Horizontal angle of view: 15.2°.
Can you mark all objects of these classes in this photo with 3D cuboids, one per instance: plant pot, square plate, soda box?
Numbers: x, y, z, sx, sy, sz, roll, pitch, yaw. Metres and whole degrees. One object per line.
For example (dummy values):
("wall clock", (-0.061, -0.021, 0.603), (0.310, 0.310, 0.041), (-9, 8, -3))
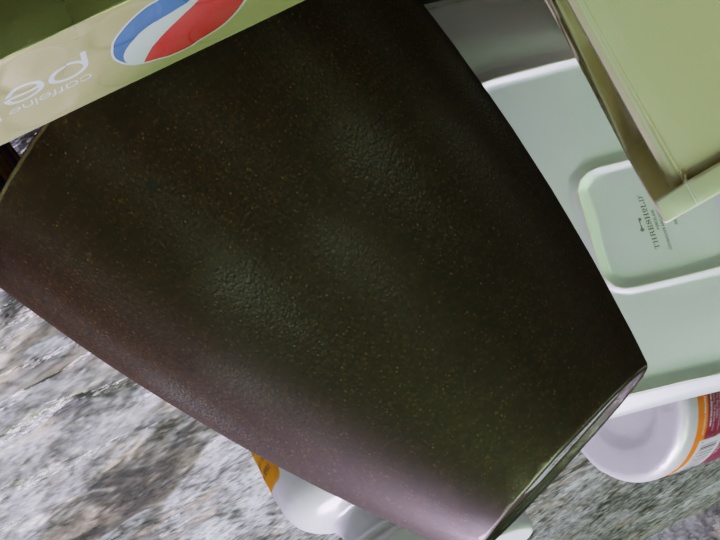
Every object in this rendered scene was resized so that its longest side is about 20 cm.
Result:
("plant pot", (0.000, 0.000, 0.966), (0.187, 0.200, 0.187), (-46, 172, -9))
("square plate", (0.116, -0.028, 1.058), (0.197, 0.201, 0.028), (-13, -153, 13))
("soda box", (-0.101, -0.090, 0.853), (0.199, 0.064, 0.068), (-27, 165, -8))

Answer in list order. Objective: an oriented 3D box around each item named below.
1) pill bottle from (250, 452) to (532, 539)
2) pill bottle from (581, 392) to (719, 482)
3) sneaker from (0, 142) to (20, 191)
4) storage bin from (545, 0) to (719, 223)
("pill bottle", (-0.004, 0.047, 1.203), (0.111, 0.201, 0.111), (-26, 165, -8))
("pill bottle", (0.244, 0.072, 1.879), (0.200, 0.114, 0.114), (-14, 159, -44))
("sneaker", (-0.210, 0.009, 0.961), (0.199, 0.075, 0.088), (-16, 161, -36))
("storage bin", (0.148, -0.138, 0.911), (0.200, 0.094, 0.199), (-31, -157, 7))
